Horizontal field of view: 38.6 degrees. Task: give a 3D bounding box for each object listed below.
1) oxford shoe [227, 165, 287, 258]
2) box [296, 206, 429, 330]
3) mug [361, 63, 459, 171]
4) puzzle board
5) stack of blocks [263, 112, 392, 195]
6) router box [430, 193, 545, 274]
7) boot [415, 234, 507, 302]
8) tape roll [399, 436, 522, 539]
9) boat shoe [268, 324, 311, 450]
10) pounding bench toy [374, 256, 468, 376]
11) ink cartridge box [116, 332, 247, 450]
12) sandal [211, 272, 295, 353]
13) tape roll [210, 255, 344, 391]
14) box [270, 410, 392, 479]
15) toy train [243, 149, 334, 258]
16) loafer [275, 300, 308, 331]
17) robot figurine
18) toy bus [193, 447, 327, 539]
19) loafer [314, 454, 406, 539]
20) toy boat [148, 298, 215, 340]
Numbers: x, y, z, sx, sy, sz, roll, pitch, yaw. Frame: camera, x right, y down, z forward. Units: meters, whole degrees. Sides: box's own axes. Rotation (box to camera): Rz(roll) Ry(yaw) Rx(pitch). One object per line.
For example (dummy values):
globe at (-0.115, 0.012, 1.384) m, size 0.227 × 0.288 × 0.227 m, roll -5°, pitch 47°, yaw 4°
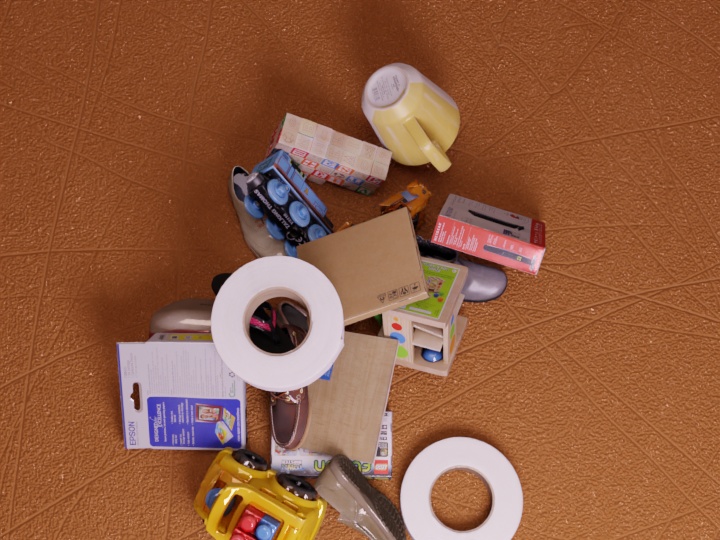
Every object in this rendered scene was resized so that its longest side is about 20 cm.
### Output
oxford shoe at (-0.182, -0.092, 1.797) m, size 0.071 × 0.074 × 0.200 m, roll -29°, pitch 74°, yaw -10°
box at (0.000, 0.000, 1.634) m, size 0.199 × 0.021 × 0.164 m, roll -19°, pitch 58°, yaw 14°
mug at (0.090, -0.273, 1.759) m, size 0.186 × 0.153 × 0.150 m, roll 24°, pitch 83°, yaw 32°
puzzle board at (-0.025, 0.199, 1.661) m, size 0.150 × 0.017 × 0.201 m, roll 8°, pitch 78°, yaw 25°
stack of blocks at (-0.059, -0.198, 1.811) m, size 0.199 × 0.115 × 0.059 m, roll 19°, pitch 71°, yaw -13°
router box at (0.219, -0.064, 1.731) m, size 0.179 × 0.200 × 0.049 m, roll 18°, pitch 107°, yaw 5°
boot at (0.157, -0.003, 1.740) m, size 0.199 × 0.132 × 0.070 m, roll 8°, pitch 71°, yaw 2°
tape roll at (0.162, 0.373, 1.664) m, size 0.202 × 0.037 × 0.204 m, roll 0°, pitch 72°, yaw -1°
boat shoe at (-0.120, 0.187, 1.659) m, size 0.070 × 0.070 × 0.201 m, roll -6°, pitch 73°, yaw 27°
pounding bench toy at (0.066, 0.069, 1.700) m, size 0.199 × 0.156 × 0.124 m, roll 13°, pitch 50°, yaw 16°
ink cartridge box at (-0.284, 0.196, 1.660) m, size 0.199 × 0.047 × 0.198 m, roll 2°, pitch 113°, yaw 1°
sandal at (-0.172, 0.068, 1.633) m, size 0.075 × 0.045 × 0.200 m, roll -15°, pitch 54°, yaw -41°
tape roll at (-0.123, 0.082, 1.560) m, size 0.202 × 0.071 × 0.203 m, roll 0°, pitch 78°, yaw 0°
box at (-0.047, 0.287, 1.692) m, size 0.199 × 0.035 × 0.110 m, roll 1°, pitch 72°, yaw 0°
toy train at (-0.116, -0.105, 1.762) m, size 0.200 × 0.087 × 0.114 m, roll 48°, pitch 37°, yaw -21°
loafer at (-0.070, 0.126, 1.731) m, size 0.200 × 0.063 × 0.072 m, roll 41°, pitch 76°, yaw 12°
robot figurine at (0.031, -0.069, 1.763) m, size 0.200 × 0.145 × 0.058 m, roll -32°, pitch 68°, yaw -20°
toy bus at (-0.173, 0.374, 1.567) m, size 0.200 × 0.192 × 0.136 m, roll 28°, pitch 95°, yaw 10°
loafer at (0.001, 0.378, 1.627) m, size 0.067 × 0.076 × 0.200 m, roll -33°, pitch 101°, yaw 20°
toy boat at (-0.253, 0.121, 1.716) m, size 0.199 × 0.131 × 0.131 m, roll 4°, pitch 100°, yaw 1°
